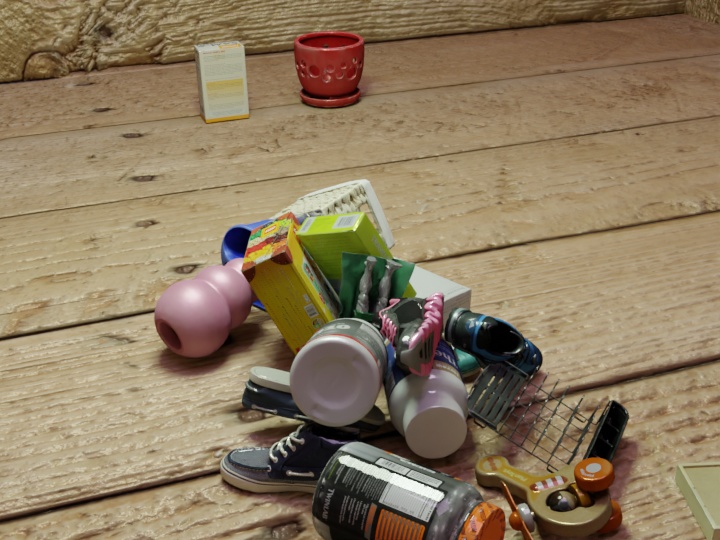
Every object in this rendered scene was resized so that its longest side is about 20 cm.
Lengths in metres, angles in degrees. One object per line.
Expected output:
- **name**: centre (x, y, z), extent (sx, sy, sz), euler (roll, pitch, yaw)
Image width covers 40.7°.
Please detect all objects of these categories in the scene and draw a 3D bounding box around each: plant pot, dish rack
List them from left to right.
- **plant pot**: centre (-0.087, -0.567, 2.756), extent (0.199, 0.183, 0.201), euler (-1, 25, 0)
- **dish rack**: centre (0.244, 0.190, 1.291), extent (0.200, 0.055, 0.153), euler (32, 34, 12)

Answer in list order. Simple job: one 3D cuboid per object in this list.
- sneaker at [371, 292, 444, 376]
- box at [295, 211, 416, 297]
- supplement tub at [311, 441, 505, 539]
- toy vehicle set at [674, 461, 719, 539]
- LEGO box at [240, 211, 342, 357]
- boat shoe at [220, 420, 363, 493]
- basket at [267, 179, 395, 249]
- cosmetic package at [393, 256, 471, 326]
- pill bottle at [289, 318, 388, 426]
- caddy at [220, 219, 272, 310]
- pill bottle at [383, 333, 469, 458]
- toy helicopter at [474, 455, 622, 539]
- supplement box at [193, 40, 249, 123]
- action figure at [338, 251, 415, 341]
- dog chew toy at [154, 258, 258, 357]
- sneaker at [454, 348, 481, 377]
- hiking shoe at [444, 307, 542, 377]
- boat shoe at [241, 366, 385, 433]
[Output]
- **sneaker**: centre (0.058, 0.082, 1.304), extent (0.095, 0.079, 0.200), euler (7, 17, 10)
- **box**: centre (0.000, 0.000, 1.507), extent (0.122, 0.200, 0.048), euler (-3, 43, 39)
- **supplement tub**: centre (0.055, 0.281, 1.102), extent (0.199, 0.123, 0.122), euler (16, 31, 30)
- **toy vehicle set**: centre (0.504, 0.280, 1.190), extent (0.199, 0.027, 0.124), euler (-2, 26, -1)
- **LEGO box**: centre (-0.096, 0.032, 1.511), extent (0.077, 0.200, 0.149), euler (-25, 23, 12)
- **boat shoe**: centre (-0.085, 0.231, 1.241), extent (0.199, 0.093, 0.075), euler (4, 26, 9)
- **basket**: centre (-0.060, -0.067, 1.740), extent (0.123, 0.136, 0.200), euler (-33, 15, -37)
- **cosmetic package**: centre (0.075, 0.049, 1.616), extent (0.200, 0.082, 0.113), euler (21, 32, 39)
- **pill bottle**: centre (-0.023, 0.125, 1.280), extent (0.113, 0.115, 0.200), euler (1, 7, 5)
- **caddy**: centre (-0.160, -0.007, 1.675), extent (0.200, 0.142, 0.105), euler (21, 29, 39)
- **pill bottle**: centre (0.089, 0.166, 1.343), extent (0.110, 0.111, 0.200), euler (-3, 26, -4)
- **toy helicopter**: centre (0.211, 0.276, 1.187), extent (0.132, 0.079, 0.200), euler (-31, 27, -30)
- **supplement box**: centre (-0.376, -0.512, 2.637), extent (0.125, 0.201, 0.074), euler (-10, 27, -18)
- **action figure**: centre (0.010, 0.080, 1.436), extent (0.118, 0.201, 0.055), euler (9, 12, -17)
- **dog chew toy**: centre (-0.231, 0.050, 1.556), extent (0.124, 0.125, 0.200), euler (20, 45, 37)
- **sneaker**: centre (0.088, 0.114, 1.482), extent (0.199, 0.080, 0.071), euler (5, 27, 12)
- **hiking shoe**: centre (0.208, 0.116, 1.405), extent (0.200, 0.075, 0.087), euler (24, -8, -39)
- **boat shoe**: centre (-0.066, 0.192, 1.346), extent (0.199, 0.062, 0.075), euler (17, 13, -8)
